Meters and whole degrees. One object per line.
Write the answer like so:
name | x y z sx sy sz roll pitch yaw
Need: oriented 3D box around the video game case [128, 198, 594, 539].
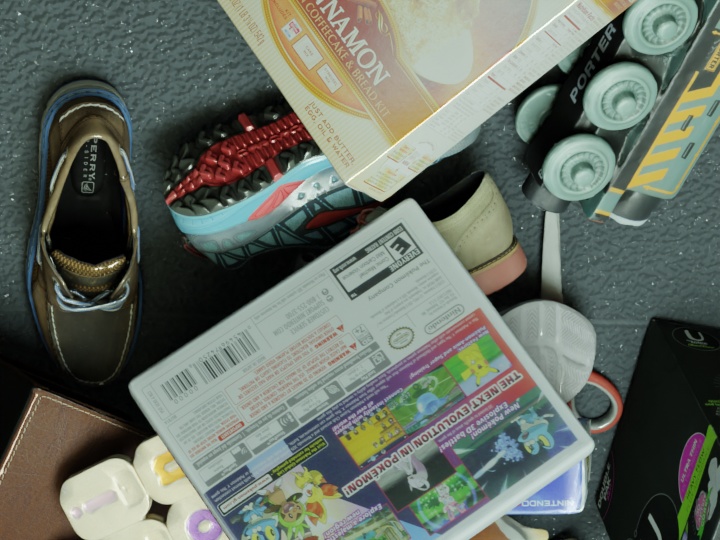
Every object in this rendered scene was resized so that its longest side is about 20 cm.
video game case | 0.000 0.083 1.331 0.199 0.023 0.183 -33 74 -12

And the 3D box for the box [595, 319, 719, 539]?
box | 0.243 0.147 1.496 0.124 0.200 0.149 10 115 -12

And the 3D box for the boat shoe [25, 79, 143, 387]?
boat shoe | -0.168 -0.010 1.423 0.072 0.072 0.201 -5 118 -7

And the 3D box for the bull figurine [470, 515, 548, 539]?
bull figurine | 0.104 0.206 1.530 0.121 0.065 0.201 -25 75 1

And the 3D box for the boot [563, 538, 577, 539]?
boot | 0.110 0.288 1.619 0.200 0.072 0.155 -39 117 5

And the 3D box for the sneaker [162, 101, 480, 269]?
sneaker | -0.019 -0.062 1.434 0.199 0.080 0.096 -19 142 -2

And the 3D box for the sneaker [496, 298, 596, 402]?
sneaker | 0.049 0.047 1.484 0.199 0.112 0.078 -2 104 -38

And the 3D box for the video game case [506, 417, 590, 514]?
video game case | 0.040 0.118 1.438 0.199 0.181 0.046 -1 92 7

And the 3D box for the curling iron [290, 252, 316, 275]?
curling iron | -0.057 0.070 1.481 0.025 0.050 0.201 30 126 12

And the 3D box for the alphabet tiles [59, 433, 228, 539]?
alphabet tiles | -0.088 0.190 1.366 0.195 0.015 0.201 -27 97 9

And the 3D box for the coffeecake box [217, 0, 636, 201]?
coffeecake box | 0.037 -0.163 1.335 0.200 0.073 0.154 -38 74 10

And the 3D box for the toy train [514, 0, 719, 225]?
toy train | 0.175 -0.113 1.420 0.113 0.085 0.201 14 120 -25

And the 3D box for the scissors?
scissors | 0.118 0.035 1.525 0.073 0.014 0.201 -17 119 2

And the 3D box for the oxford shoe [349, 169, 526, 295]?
oxford shoe | 0.000 0.000 1.410 0.199 0.070 0.075 -25 112 -17

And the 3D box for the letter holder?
letter holder | -0.202 0.169 1.429 0.142 0.100 0.201 25 89 -36
